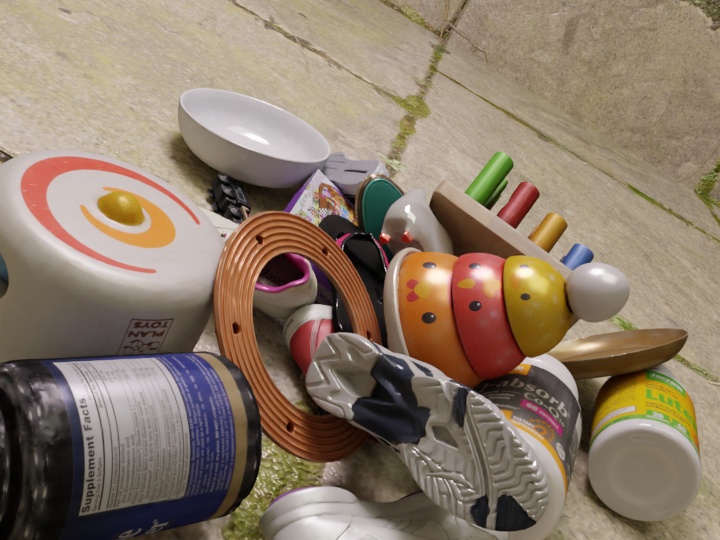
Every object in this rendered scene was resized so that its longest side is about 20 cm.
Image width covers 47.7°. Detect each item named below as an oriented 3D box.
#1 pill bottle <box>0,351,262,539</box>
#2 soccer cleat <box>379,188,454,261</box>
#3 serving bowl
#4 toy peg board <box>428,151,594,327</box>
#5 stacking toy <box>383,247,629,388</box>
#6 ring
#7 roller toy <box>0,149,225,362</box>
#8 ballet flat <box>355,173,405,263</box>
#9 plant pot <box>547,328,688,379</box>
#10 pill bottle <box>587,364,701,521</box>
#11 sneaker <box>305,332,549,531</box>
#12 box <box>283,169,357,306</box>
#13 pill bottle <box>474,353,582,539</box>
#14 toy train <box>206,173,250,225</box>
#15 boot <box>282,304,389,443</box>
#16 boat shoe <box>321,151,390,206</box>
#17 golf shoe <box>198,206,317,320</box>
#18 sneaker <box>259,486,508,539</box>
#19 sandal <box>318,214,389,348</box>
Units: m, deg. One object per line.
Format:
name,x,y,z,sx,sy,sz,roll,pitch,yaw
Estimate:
pill bottle,-0.166,0.107,0.487,0.199,0.112,0.112,2,38,-45
soccer cleat,0.079,0.007,0.875,0.069,0.201,0.078,3,41,34
serving bowl,-0.140,-0.158,1.032,0.198,0.066,0.201,19,25,-9
toy peg board,0.176,-0.026,0.924,0.198,0.098,0.200,36,-17,9
stacking toy,0.131,0.030,0.703,0.146,0.198,0.147,44,38,-48
ring,-0.046,0.051,0.643,0.200,0.019,0.202,32,49,-45
roller toy,-0.196,0.003,0.607,0.199,0.140,0.183,30,26,-4
ballet flat,0.040,-0.023,0.923,0.201,0.070,0.065,65,-9,-24
plant pot,0.289,0.101,0.971,0.199,0.199,0.028,-9,89,-54
pill bottle,0.313,0.174,0.901,0.111,0.112,0.200,34,25,6
sneaker,0.063,0.119,0.611,0.198,0.080,0.129,23,-1,29
box,-0.031,-0.026,0.921,0.137,0.039,0.200,44,23,-11
pill bottle,0.140,0.153,0.742,0.116,0.117,0.200,35,26,8
toy train,-0.128,-0.040,0.887,0.046,0.034,0.201,26,25,-37
boot,0.036,0.104,0.773,0.198,0.073,0.145,3,37,-31
boat shoe,-0.019,-0.104,1.054,0.200,0.072,0.071,26,-31,60
golf shoe,-0.128,-0.022,0.762,0.198,0.076,0.092,21,-17,-5
sneaker,0.025,0.210,0.581,0.198,0.075,0.100,8,41,-27
sandal,0.000,0.000,0.796,0.074,0.045,0.201,11,33,-18
